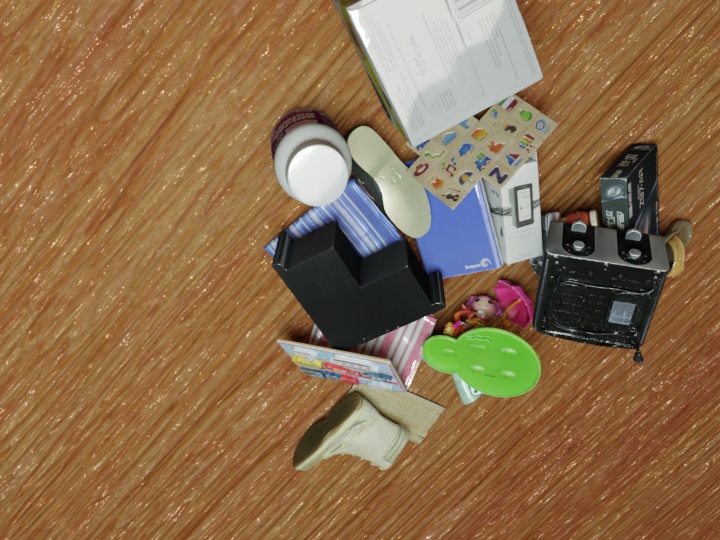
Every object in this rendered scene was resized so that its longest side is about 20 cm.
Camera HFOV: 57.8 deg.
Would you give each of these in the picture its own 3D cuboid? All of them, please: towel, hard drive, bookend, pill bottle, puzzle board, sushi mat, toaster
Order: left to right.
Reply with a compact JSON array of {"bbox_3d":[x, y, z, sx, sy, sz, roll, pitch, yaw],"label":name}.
[{"bbox_3d":[-0.072,-0.163,0.941,0.110,0.201,0.114,-4,114,-9],"label":"pill bottle"},{"bbox_3d":[-0.042,-0.040,1.069,0.199,0.024,0.145,-35,108,19],"label":"towel"},{"bbox_3d":[-0.030,0.164,1.092,0.197,0.018,0.151,8,156,19],"label":"puzzle board"},{"bbox_3d":[0.000,0.000,1.014,0.196,0.093,0.201,-25,120,18],"label":"bookend"},{"bbox_3d":[0.018,0.108,1.135,0.197,0.030,0.148,22,106,3],"label":"towel"},{"bbox_3d":[0.060,0.267,1.253,0.198,0.012,0.097,26,105,-20],"label":"sushi mat"},{"bbox_3d":[0.144,-0.090,1.060,0.130,0.025,0.203,-11,106,27],"label":"hard drive"},{"bbox_3d":[0.373,0.027,1.032,0.178,0.119,0.202,9,131,15],"label":"toaster"}]

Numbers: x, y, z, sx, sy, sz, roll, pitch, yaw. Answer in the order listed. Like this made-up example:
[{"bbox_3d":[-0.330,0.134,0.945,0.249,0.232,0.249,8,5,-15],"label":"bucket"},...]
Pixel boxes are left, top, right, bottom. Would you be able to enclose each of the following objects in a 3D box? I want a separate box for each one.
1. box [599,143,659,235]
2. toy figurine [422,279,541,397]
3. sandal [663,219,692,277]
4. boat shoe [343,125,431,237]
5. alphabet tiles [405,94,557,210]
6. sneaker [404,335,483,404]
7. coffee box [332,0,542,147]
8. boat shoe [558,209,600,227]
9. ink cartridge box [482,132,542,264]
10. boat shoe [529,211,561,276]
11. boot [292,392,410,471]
[{"bbox_3d":[0.462,-0.093,1.111,0.160,0.043,0.203,-37,123,-41],"label":"box"},{"bbox_3d":[0.224,0.096,1.136,0.197,0.185,0.152,6,129,20],"label":"toy figurine"},{"bbox_3d":[0.552,-0.023,1.153,0.199,0.054,0.081,-39,131,-31],"label":"sandal"},{"bbox_3d":[0.043,-0.141,1.038,0.073,0.063,0.202,-40,105,-6],"label":"boat shoe"},{"bbox_3d":[0.171,-0.194,0.994,0.200,0.167,0.008,-47,157,-3],"label":"alphabet tiles"},{"bbox_3d":[0.163,0.181,1.177,0.197,0.074,0.120,0,75,-13],"label":"sneaker"},{"bbox_3d":[0.097,-0.325,0.907,0.198,0.198,0.201,-28,116,4],"label":"coffee box"},{"bbox_3d":[0.391,-0.037,1.130,0.062,0.072,0.200,-11,148,23],"label":"boat shoe"},{"bbox_3d":[0.239,-0.129,1.063,0.067,0.116,0.203,-13,115,-6],"label":"ink cartridge box"},{"bbox_3d":[0.336,-0.017,1.160,0.067,0.072,0.201,-4,134,27],"label":"boat shoe"},{"bbox_3d":[-0.019,0.334,1.231,0.154,0.072,0.200,37,109,-26],"label":"boot"}]
